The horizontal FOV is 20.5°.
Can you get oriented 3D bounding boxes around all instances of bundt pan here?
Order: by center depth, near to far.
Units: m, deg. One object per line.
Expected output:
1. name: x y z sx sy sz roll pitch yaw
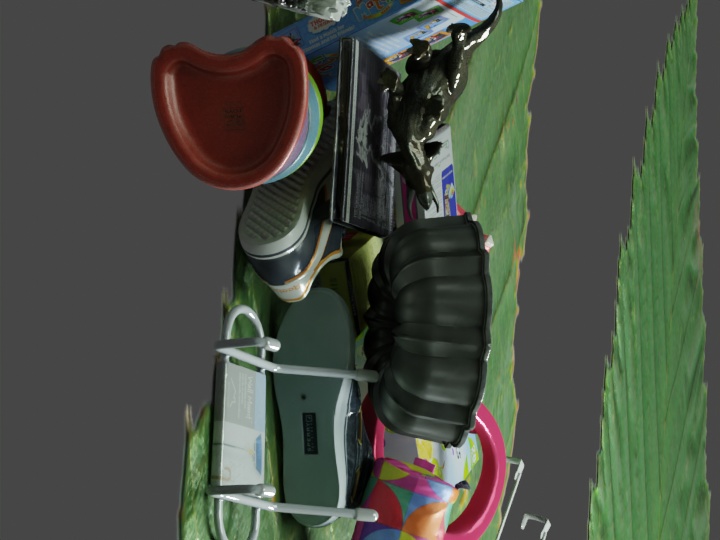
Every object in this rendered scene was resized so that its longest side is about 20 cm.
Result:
1. bundt pan: 0.050 0.050 1.689 0.202 0.075 0.204 -177 -90 -77

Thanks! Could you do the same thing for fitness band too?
1. fitness band: 0.063 0.173 1.820 0.200 0.037 0.145 43 63 -41

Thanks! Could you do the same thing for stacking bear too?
1. stacking bear: -0.077 -0.129 1.569 0.200 0.120 0.115 -36 122 -76

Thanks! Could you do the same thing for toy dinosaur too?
1. toy dinosaur: 0.059 -0.155 1.690 0.102 0.076 0.202 88 21 -71

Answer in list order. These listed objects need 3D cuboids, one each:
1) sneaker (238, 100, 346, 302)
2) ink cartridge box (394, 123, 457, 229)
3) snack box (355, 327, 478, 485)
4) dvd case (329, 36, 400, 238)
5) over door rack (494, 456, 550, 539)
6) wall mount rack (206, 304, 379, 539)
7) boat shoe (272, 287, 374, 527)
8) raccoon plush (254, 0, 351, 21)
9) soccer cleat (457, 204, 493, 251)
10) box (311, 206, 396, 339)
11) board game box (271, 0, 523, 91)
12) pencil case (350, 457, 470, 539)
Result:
1. sneaker: -0.049 -0.058 1.668 0.201 0.078 0.080 -67 146 -44
2. ink cartridge box: 0.065 -0.029 1.851 0.095 0.037 0.202 -38 123 -65
3. snack box: 0.049 0.122 1.912 0.169 0.067 0.202 -41 125 -65
4. dvd case: 0.005 -0.108 1.691 0.200 0.016 0.151 14 79 -78
5. over door rack: 0.188 0.329 2.256 0.148 0.066 0.202 64 29 -48
6. wall mount rack: -0.056 0.130 1.585 0.173 0.074 0.202 24 64 -58
7. boat shoe: -0.029 0.115 1.704 0.091 0.070 0.203 -2 94 -72
8. raccoon plush: -0.086 -0.269 1.454 0.097 0.198 0.135 -25 131 -86
9. soccer cleat: 0.053 -0.077 1.959 0.201 0.076 0.067 56 41 -4
10. box: 0.000 0.000 1.829 0.200 0.050 0.076 -44 127 -64
11. board game box: 0.030 -0.219 1.742 0.037 0.199 0.151 68 18 9
12. pencil case: 0.024 0.259 1.708 0.088 0.088 0.202 29 79 -66
